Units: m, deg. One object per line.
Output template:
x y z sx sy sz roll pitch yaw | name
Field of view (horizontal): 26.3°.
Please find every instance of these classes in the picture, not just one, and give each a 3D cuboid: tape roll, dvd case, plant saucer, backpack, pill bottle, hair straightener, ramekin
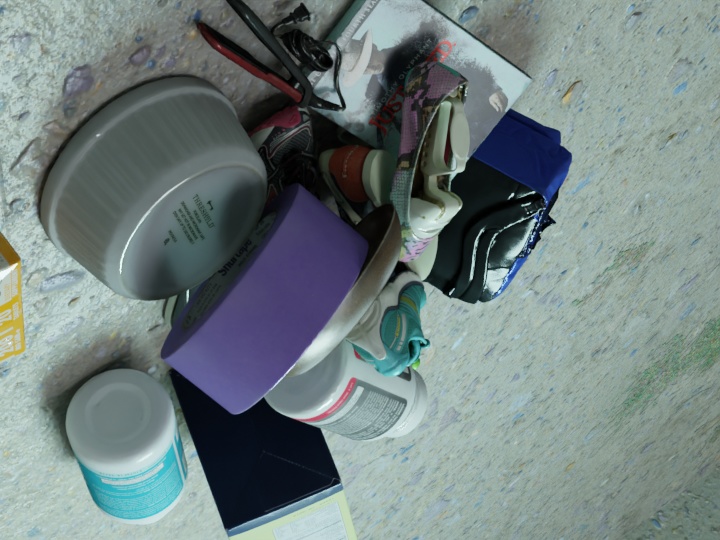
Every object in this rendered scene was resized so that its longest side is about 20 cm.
-0.087 0.024 1.384 0.200 0.085 0.200 -48 -169 12 | tape roll
0.050 -0.177 1.464 0.199 0.022 0.146 31 108 -31 | dvd case
-0.023 0.025 1.420 0.200 0.032 0.200 -47 -168 14 | plant saucer
0.136 -0.073 1.694 0.168 0.162 0.201 -45 162 -47 | backpack
-0.011 0.116 1.600 0.111 0.111 0.200 -48 146 10 | pill bottle
-0.059 -0.192 1.347 0.077 0.041 0.200 -47 144 8 | hair straightener
-0.171 -0.062 1.345 0.202 0.094 0.203 -33 153 -19 | ramekin
-0.241 0.196 1.619 0.110 0.111 0.201 -33 152 -19 | pill bottle

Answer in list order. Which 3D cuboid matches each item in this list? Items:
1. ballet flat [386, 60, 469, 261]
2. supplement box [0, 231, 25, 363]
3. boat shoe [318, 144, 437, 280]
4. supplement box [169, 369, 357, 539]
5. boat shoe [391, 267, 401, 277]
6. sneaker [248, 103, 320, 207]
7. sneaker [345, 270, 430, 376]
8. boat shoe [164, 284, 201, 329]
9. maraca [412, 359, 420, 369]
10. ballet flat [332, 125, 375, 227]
0.067 -0.094 1.447 0.069 0.071 0.202 -13 118 -43 | ballet flat
-0.374 0.048 1.244 0.199 0.074 0.127 -28 150 -28 | supplement box
0.022 -0.058 1.529 0.200 0.062 0.072 53 50 -52 | boat shoe
-0.104 0.212 1.709 0.133 0.201 0.200 -21 151 -6 | supplement box
0.000 0.000 1.606 0.069 0.084 0.200 -49 166 18 | boat shoe
-0.067 -0.082 1.488 0.080 0.075 0.201 -31 151 -24 | sneaker
0.029 0.056 1.489 0.077 0.080 0.200 -36 -179 17 | sneaker
-0.144 0.004 1.520 0.072 0.062 0.201 -18 144 -35 | boat shoe
0.006 0.111 1.779 0.107 0.200 0.137 38 98 -27 | maraca
0.000 -0.121 1.554 0.072 0.072 0.201 -16 144 -43 | ballet flat
